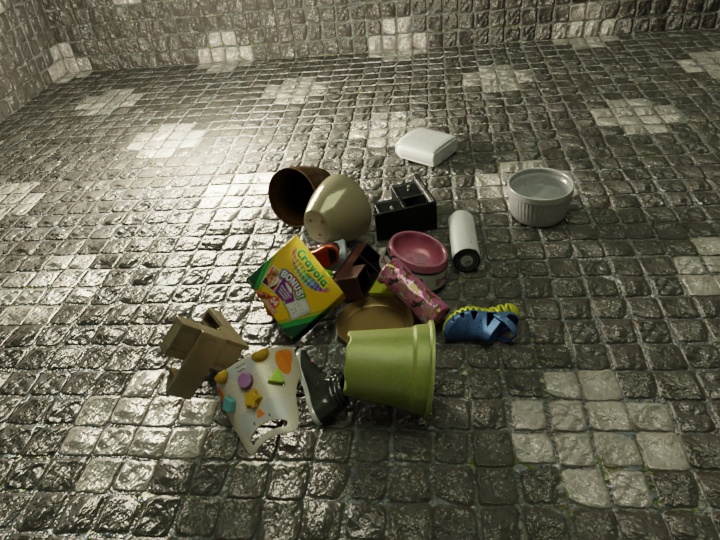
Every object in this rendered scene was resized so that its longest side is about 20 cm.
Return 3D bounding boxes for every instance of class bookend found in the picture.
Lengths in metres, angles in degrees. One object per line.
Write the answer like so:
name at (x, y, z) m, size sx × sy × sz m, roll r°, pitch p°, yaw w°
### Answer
bookend at (0.119, -0.202, 1.891) m, size 0.193 × 0.094 × 0.202 m, roll -12°, pitch 36°, yaw -7°

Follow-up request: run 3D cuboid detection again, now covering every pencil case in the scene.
pencil case at (-0.129, -0.035, 1.716) m, size 0.194 × 0.085 × 0.092 m, roll -10°, pitch 34°, yaw -4°
pencil case at (0.130, 0.057, 1.505) m, size 0.200 × 0.088 × 0.082 m, roll 44°, pitch 40°, yaw 18°

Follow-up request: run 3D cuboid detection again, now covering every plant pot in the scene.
plant pot at (0.036, 0.136, 1.511) m, size 0.194 × 0.028 × 0.202 m, roll -5°, pitch 37°, yaw 4°
plant pot at (0.057, 0.201, 1.256) m, size 0.178 × 0.205 × 0.203 m, roll 4°, pitch 36°, yaw 1°
plant pot at (-0.173, -0.263, 1.970) m, size 0.182 × 0.192 × 0.200 m, roll 11°, pitch 26°, yaw 23°

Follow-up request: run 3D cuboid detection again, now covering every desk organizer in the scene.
desk organizer at (0.000, 0.000, 1.629) m, size 0.075 × 0.073 × 0.201 m, roll -6°, pitch 28°, yaw 27°

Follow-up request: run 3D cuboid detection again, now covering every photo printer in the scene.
photo printer at (0.237, -0.462, 2.236) m, size 0.197 × 0.071 × 0.166 m, roll 23°, pitch 46°, yaw 34°

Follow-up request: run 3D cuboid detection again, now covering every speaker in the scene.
speaker at (0.295, -0.088, 1.721) m, size 0.079 × 0.083 × 0.202 m, roll -3°, pitch 37°, yaw 5°

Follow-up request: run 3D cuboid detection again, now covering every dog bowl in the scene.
dog bowl at (0.150, -0.032, 1.633) m, size 0.194 × 0.075 × 0.202 m, roll 9°, pitch 36°, yaw -7°

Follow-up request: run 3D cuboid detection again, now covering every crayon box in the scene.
crayon box at (-0.162, 0.045, 1.514) m, size 0.172 × 0.058 × 0.201 m, roll -41°, pitch 74°, yaw -2°

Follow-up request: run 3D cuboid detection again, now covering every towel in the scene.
towel at (0.083, 0.016, 1.652) m, size 0.084 × 0.018 × 0.201 m, roll 0°, pitch 30°, yaw 20°

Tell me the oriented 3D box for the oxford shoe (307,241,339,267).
oxford shoe at (-0.146, -0.029, 1.645) m, size 0.195 × 0.073 × 0.073 m, roll -13°, pitch 22°, yaw 11°

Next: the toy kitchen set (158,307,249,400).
toy kitchen set at (-0.410, 0.181, 1.422) m, size 0.180 × 0.198 × 0.165 m, roll 37°, pitch 95°, yaw 43°

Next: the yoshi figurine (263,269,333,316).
yoshi figurine at (-0.155, 0.064, 1.605) m, size 0.195 × 0.115 × 0.112 m, roll -18°, pitch -6°, yaw 8°

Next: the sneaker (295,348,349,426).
sneaker at (-0.081, 0.240, 1.338) m, size 0.097 × 0.071 × 0.202 m, roll -27°, pitch 45°, yaw 1°

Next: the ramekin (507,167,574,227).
ramekin at (0.544, -0.220, 1.837) m, size 0.194 × 0.107 × 0.202 m, roll -4°, pitch 37°, yaw 3°

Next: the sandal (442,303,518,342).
sandal at (0.293, 0.134, 1.434) m, size 0.194 × 0.081 × 0.088 m, roll -10°, pitch 40°, yaw -2°

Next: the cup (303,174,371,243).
cup at (-0.085, -0.159, 1.766) m, size 0.197 × 0.205 × 0.143 m, roll 20°, pitch 40°, yaw 32°

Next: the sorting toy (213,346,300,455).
sorting toy at (-0.211, 0.281, 1.277) m, size 0.197 × 0.107 × 0.183 m, roll -30°, pitch 63°, yaw 5°
